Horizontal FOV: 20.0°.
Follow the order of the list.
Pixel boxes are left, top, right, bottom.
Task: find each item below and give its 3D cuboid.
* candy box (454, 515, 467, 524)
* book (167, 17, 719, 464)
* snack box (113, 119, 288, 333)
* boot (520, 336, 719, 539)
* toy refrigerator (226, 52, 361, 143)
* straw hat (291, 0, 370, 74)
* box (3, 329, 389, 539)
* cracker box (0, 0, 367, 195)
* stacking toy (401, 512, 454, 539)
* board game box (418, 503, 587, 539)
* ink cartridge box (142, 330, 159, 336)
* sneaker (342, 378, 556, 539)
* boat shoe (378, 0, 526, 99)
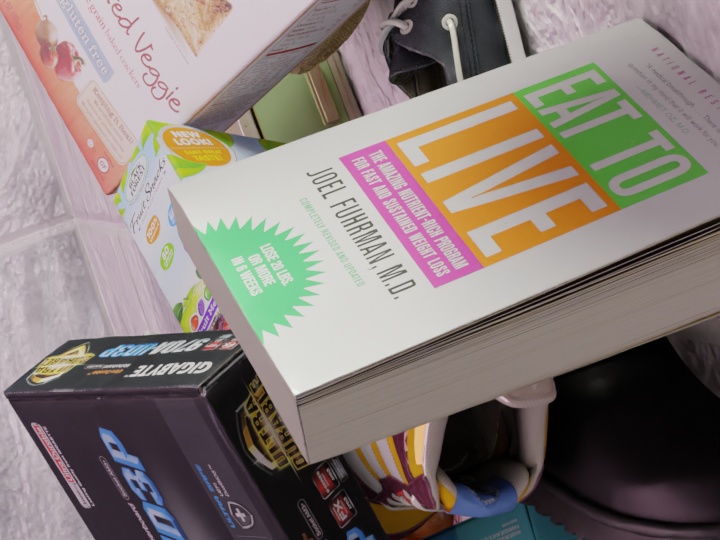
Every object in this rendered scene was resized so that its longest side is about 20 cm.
[{"bbox_3d":[0.073,0.099,1.097,0.200,0.061,0.137,-126,20,-48],"label":"candy box"},{"bbox_3d":[0.045,-0.017,0.737,0.134,0.198,0.048,-125,19,-46],"label":"book"},{"bbox_3d":[0.000,0.000,0.959,0.142,0.198,0.053,54,127,46],"label":"snack box"},{"bbox_3d":[0.106,0.023,0.822,0.210,0.079,0.160,18,111,53],"label":"boot"},{"bbox_3d":[-0.023,-0.040,1.252,0.070,0.075,0.202,136,114,-76],"label":"toy refrigerator"},{"bbox_3d":[-0.038,-0.156,1.097,0.084,0.202,0.202,23,153,10],"label":"straw hat"},{"bbox_3d":[-0.052,0.120,0.882,0.158,0.046,0.201,-4,120,51],"label":"box"},{"bbox_3d":[-0.082,-0.145,0.965,0.200,0.057,0.135,-38,79,38],"label":"cracker box"},{"bbox_3d":[0.044,0.176,1.013,0.109,0.115,0.202,5,110,59],"label":"stacking toy"},{"bbox_3d":[0.063,0.216,0.909,0.150,0.047,0.202,-29,72,40],"label":"board game box"},{"bbox_3d":[-0.043,0.127,1.189,0.199,0.084,0.146,21,-163,-42],"label":"ink cartridge box"},{"bbox_3d":[0.027,0.074,0.831,0.201,0.074,0.091,105,150,-51],"label":"sneaker"},{"bbox_3d":[0.041,-0.097,0.939,0.076,0.060,0.202,117,132,-72],"label":"boat shoe"}]
